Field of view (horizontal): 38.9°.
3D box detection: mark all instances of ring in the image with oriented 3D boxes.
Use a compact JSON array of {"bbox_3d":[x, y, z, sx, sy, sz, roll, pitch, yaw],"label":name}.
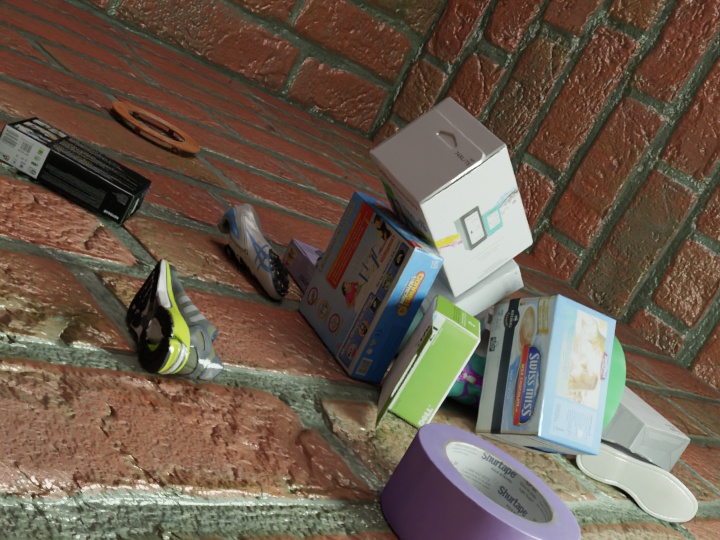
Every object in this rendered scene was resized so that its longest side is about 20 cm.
[{"bbox_3d":[-0.419,-0.288,2.082,0.198,0.019,0.201,29,12,-7],"label":"ring"}]

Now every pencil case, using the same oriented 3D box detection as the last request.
[{"bbox_3d":[0.185,0.172,1.539,0.198,0.086,0.092,22,-2,-33],"label":"pencil case"}]

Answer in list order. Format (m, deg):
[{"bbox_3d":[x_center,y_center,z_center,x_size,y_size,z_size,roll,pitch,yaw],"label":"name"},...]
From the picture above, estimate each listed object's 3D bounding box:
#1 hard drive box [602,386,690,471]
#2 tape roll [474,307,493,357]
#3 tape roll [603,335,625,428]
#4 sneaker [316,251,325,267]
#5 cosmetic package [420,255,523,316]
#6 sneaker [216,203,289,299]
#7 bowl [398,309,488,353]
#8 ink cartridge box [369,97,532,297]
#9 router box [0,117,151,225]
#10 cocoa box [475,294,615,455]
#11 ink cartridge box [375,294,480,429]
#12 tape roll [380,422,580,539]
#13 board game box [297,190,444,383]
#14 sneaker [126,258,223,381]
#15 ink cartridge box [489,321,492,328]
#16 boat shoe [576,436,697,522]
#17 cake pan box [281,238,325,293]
[{"bbox_3d":[0.479,0.271,1.875,0.154,0.078,0.200,22,16,-38],"label":"hard drive box"},{"bbox_3d":[0.220,0.112,1.909,0.198,0.067,0.200,29,12,-6],"label":"tape roll"},{"bbox_3d":[0.322,0.171,1.590,0.048,0.202,0.201,21,15,-30],"label":"tape roll"},{"bbox_3d":[-0.006,-0.047,1.641,0.074,0.116,0.200,31,13,6],"label":"sneaker"},{"bbox_3d":[0.131,-0.015,1.535,0.201,0.149,0.052,58,-5,43],"label":"cosmetic package"},{"bbox_3d":[-0.163,-0.022,1.557,0.201,0.072,0.072,58,0,41],"label":"sneaker"},{"bbox_3d":[0.127,0.057,1.621,0.199,0.105,0.203,27,41,-27],"label":"bowl"},{"bbox_3d":[0.130,-0.103,1.437,0.147,0.145,0.201,50,-10,43],"label":"ink cartridge box"},{"bbox_3d":[-0.405,-0.145,1.455,0.198,0.052,0.149,30,10,-7],"label":"router box"},{"bbox_3d":[0.266,0.151,1.458,0.132,0.203,0.130,21,-17,-32],"label":"cocoa box"},{"bbox_3d":[0.088,0.132,1.313,0.075,0.149,0.200,30,13,-1],"label":"ink cartridge box"},{"bbox_3d":[0.125,0.253,1.068,0.198,0.086,0.200,30,13,-7],"label":"tape roll"},{"bbox_3d":[0.009,0.021,1.438,0.055,0.202,0.196,18,17,-33],"label":"board game box"},{"bbox_3d":[-0.202,0.060,1.116,0.080,0.074,0.201,31,18,-31],"label":"sneaker"},{"bbox_3d":[0.327,0.153,1.779,0.202,0.085,0.145,58,24,15],"label":"ink cartridge box"},{"bbox_3d":[0.425,0.319,1.577,0.197,0.075,0.060,24,16,9],"label":"boat shoe"},{"bbox_3d":[-0.019,0.035,1.681,0.182,0.053,0.200,20,16,-33],"label":"cake pan box"}]
